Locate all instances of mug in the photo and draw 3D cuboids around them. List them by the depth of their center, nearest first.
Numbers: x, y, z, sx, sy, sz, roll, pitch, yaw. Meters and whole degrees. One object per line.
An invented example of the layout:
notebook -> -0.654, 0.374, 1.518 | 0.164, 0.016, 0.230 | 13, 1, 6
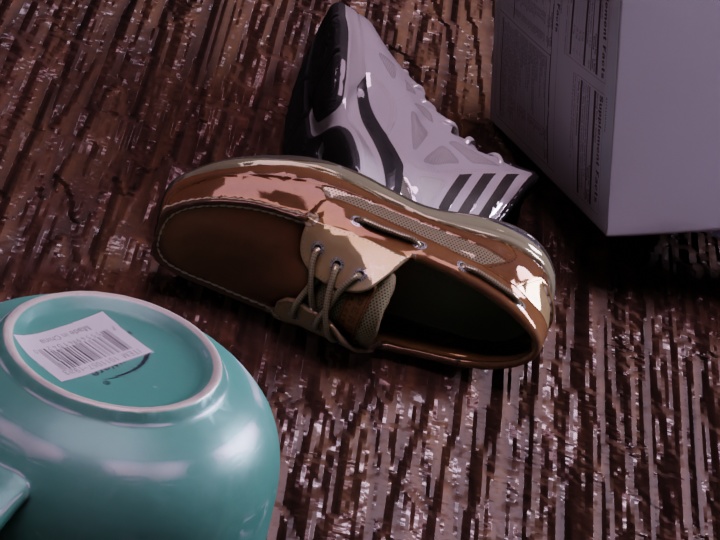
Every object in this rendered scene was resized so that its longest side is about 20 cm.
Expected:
mug -> -0.107, 0.086, 1.116 | 0.152, 0.115, 0.185 | 10, 28, -11

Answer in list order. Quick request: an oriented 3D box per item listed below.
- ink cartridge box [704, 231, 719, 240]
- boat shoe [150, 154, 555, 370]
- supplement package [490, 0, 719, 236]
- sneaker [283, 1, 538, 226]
ink cartridge box -> 0.303, 0.008, 1.553 | 0.200, 0.047, 0.198 | 28, 31, 27
boat shoe -> 0.000, 0.000, 1.377 | 0.200, 0.076, 0.074 | 11, 31, -8
supplement package -> 0.172, -0.124, 1.557 | 0.151, 0.151, 0.200 | -3, 21, -15
sneaker -> 0.028, -0.061, 1.524 | 0.115, 0.076, 0.201 | 16, 34, -18
